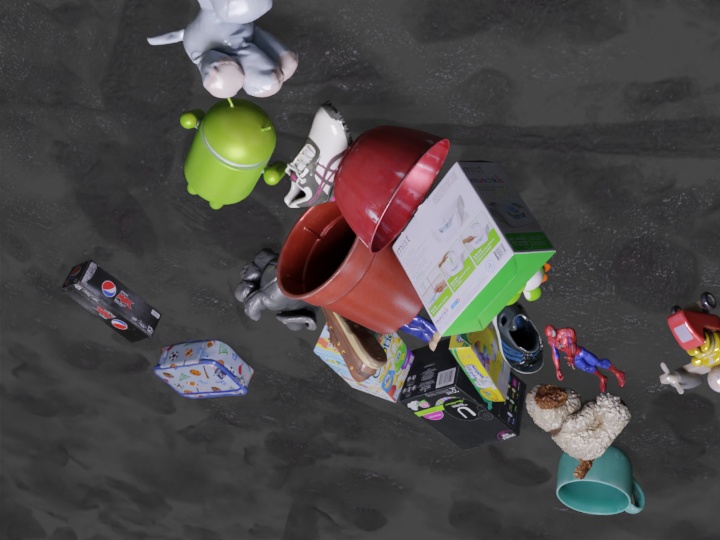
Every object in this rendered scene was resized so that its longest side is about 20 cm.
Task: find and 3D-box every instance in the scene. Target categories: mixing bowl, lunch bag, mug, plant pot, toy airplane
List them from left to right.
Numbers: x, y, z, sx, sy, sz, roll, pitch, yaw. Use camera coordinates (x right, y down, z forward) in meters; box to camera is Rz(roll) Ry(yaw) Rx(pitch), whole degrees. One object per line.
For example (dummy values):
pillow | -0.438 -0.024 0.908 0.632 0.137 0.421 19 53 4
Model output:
lunch bag | -0.339 0.223 1.999 0.199 0.076 0.160 -6 140 29
plant pot | 0.000 0.000 1.502 0.200 0.201 0.195 -23 136 40
mixing bowl | 0.030 -0.135 1.330 0.108 0.200 0.200 34 144 11
mug | 0.499 0.434 1.915 0.152 0.115 0.185 -12 135 31
toy airplane | 0.596 0.143 1.487 0.199 0.141 0.200 4 141 15

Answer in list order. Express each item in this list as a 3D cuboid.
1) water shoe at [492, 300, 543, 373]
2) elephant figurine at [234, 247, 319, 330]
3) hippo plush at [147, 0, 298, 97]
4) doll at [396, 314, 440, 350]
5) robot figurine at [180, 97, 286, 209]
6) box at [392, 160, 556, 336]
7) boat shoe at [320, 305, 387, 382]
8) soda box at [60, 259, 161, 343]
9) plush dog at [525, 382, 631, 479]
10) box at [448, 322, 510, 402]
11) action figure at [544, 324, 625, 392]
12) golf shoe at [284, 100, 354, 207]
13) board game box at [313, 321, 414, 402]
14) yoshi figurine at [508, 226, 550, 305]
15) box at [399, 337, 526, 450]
water shoe | 0.288 0.134 1.626 0.071 0.079 0.200 -36 130 -2
elephant figurine | -0.118 0.050 1.674 0.200 0.155 0.142 35 97 -38
hippo plush | -0.160 -0.338 1.197 0.200 0.159 0.161 44 136 35
doll | 0.056 0.081 1.688 0.200 0.049 0.137 22 152 3
robot figurine | -0.200 -0.181 1.397 0.175 0.116 0.200 34 141 -4
box | 0.160 -0.032 1.359 0.096 0.177 0.200 -4 143 -37
boat shoe | -0.029 0.106 1.574 0.072 0.200 0.068 13 126 -46
soda box | -0.509 0.066 1.870 0.071 0.063 0.200 -17 131 37
plush dog | 0.388 0.280 1.716 0.172 0.161 0.200 35 170 10
box | 0.214 0.136 1.642 0.048 0.118 0.200 -8 136 27
action figure | 0.395 0.174 1.644 0.200 0.099 0.065 39 137 -23
golf shoe | -0.064 -0.164 1.374 0.077 0.088 0.200 51 152 28
board game box | 0.011 0.154 1.698 0.105 0.103 0.200 16 161 27
yoshi figurine | 0.235 -0.008 1.467 0.112 0.113 0.200 3 144 29
box | 0.202 0.239 1.771 0.148 0.125 0.200 -23 129 40
